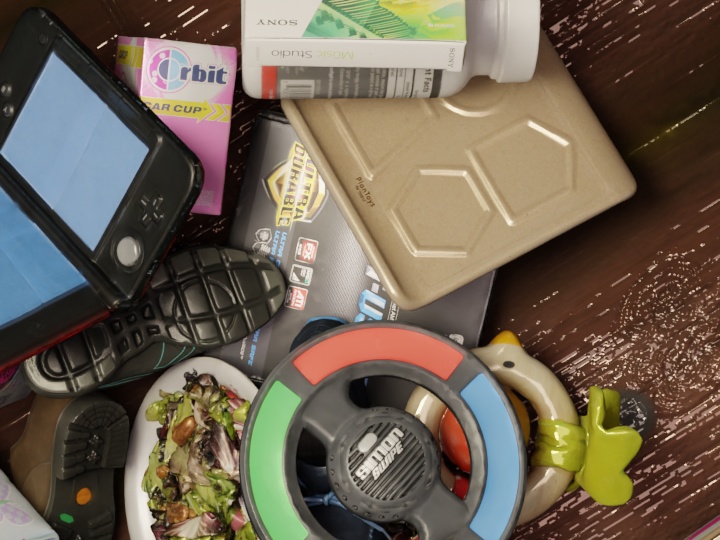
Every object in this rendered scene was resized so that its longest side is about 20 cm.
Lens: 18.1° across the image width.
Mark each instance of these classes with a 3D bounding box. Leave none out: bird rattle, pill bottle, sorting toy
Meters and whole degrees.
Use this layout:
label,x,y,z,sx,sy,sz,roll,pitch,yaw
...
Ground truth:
label,x,y,z,sx,sy,sz,roll,pitch,yaw
bird rattle,0.098,0.138,1.620,0.200,0.113,0.163,-36,91,4
pill bottle,0.018,-0.176,1.548,0.199,0.116,0.116,-1,93,-4
sorting toy,0.069,-0.088,1.608,0.200,0.036,0.186,-26,74,-12

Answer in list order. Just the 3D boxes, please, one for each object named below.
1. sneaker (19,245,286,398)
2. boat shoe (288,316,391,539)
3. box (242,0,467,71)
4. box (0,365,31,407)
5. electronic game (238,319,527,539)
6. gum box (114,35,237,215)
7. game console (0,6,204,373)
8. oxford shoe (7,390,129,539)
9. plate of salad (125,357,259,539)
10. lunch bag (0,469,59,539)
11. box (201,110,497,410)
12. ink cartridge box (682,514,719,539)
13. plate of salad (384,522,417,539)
label,x,y,z,sx,sy,sz,roll,pitch,yaw
sneaker,-0.151,0.036,1.627,0.199,0.079,0.076,-18,84,-11
boat shoe,-0.029,0.136,1.619,0.084,0.069,0.201,-11,96,9
box,-0.004,-0.222,1.485,0.144,0.036,0.201,1,61,-3
box,-0.296,0.026,1.616,0.132,0.200,0.115,21,94,4
electronic game,0.016,0.132,1.544,0.199,0.042,0.201,1,78,-7
gum box,-0.138,-0.106,1.598,0.066,0.200,0.114,5,95,-12
game console,-0.229,-0.057,1.483,0.200,0.119,0.173,44,116,28
oxford shoe,-0.229,0.170,1.691,0.084,0.073,0.201,34,113,42
plate of salad,-0.119,0.164,1.625,0.200,0.048,0.201,1,91,50
lunch bag,-0.348,0.194,1.605,0.170,0.200,0.127,44,125,24
box,0.000,0.000,1.661,0.198,0.050,0.201,14,95,6
ink cartridge box,0.273,0.270,1.634,0.200,0.075,0.165,-36,88,7
plate of salad,0.007,0.261,1.675,0.199,0.048,0.201,0,93,7
